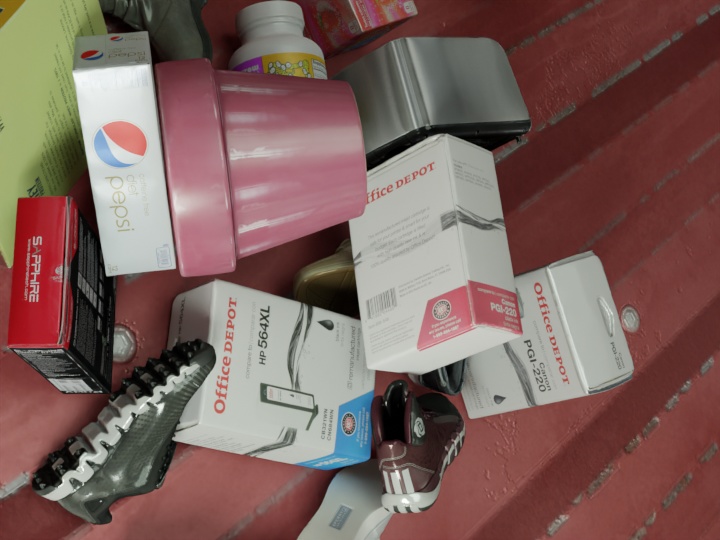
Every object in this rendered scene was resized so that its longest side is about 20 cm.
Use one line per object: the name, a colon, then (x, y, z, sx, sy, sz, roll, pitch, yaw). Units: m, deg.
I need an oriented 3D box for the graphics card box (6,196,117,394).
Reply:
graphics card box: (-0.251, 0.027, 1.061, 0.051, 0.200, 0.126, -1, 74, 0)

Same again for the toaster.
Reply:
toaster: (0.053, -0.166, 1.358, 0.199, 0.181, 0.119, -9, 79, -40)

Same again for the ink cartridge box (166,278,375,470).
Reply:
ink cartridge box: (-0.088, 0.107, 1.227, 0.199, 0.084, 0.147, 17, 67, -34)

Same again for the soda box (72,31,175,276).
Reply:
soda box: (-0.199, -0.097, 1.054, 0.063, 0.201, 0.068, -6, 35, -8)

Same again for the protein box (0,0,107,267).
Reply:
protein box: (-0.318, -0.153, 1.034, 0.134, 0.199, 0.201, 18, 56, 17)

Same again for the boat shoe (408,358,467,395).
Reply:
boat shoe: (0.095, 0.039, 1.344, 0.071, 0.068, 0.201, -9, 110, -43)

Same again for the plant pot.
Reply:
plant pot: (-0.092, -0.103, 1.153, 0.178, 0.200, 0.201, -8, 80, -8)

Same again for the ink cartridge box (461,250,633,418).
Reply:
ink cartridge box: (0.189, 0.075, 1.373, 0.085, 0.200, 0.146, -15, 86, -39)

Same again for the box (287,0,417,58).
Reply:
box: (-0.035, -0.352, 1.393, 0.094, 0.102, 0.201, -26, 94, -39)

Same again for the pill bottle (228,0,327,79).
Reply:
pill bottle: (-0.083, -0.176, 1.301, 0.104, 0.104, 0.201, -2, 77, -38)

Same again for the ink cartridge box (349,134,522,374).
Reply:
ink cartridge box: (0.069, -0.013, 1.235, 0.085, 0.145, 0.201, 12, 62, -44)

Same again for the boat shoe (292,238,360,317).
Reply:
boat shoe: (0.000, 0.000, 1.344, 0.199, 0.072, 0.065, -11, 44, -39)

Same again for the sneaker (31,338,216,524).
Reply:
sneaker: (-0.196, 0.150, 1.122, 0.200, 0.066, 0.091, -44, 118, -11)

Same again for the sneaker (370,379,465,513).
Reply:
sneaker: (0.058, 0.150, 1.276, 0.200, 0.075, 0.116, -67, 146, -63)

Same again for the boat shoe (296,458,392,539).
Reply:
boat shoe: (-0.010, 0.265, 1.250, 0.072, 0.069, 0.200, 17, 30, 12)

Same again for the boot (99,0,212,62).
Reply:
boot: (-0.222, -0.251, 1.252, 0.130, 0.068, 0.201, 10, 63, -30)
